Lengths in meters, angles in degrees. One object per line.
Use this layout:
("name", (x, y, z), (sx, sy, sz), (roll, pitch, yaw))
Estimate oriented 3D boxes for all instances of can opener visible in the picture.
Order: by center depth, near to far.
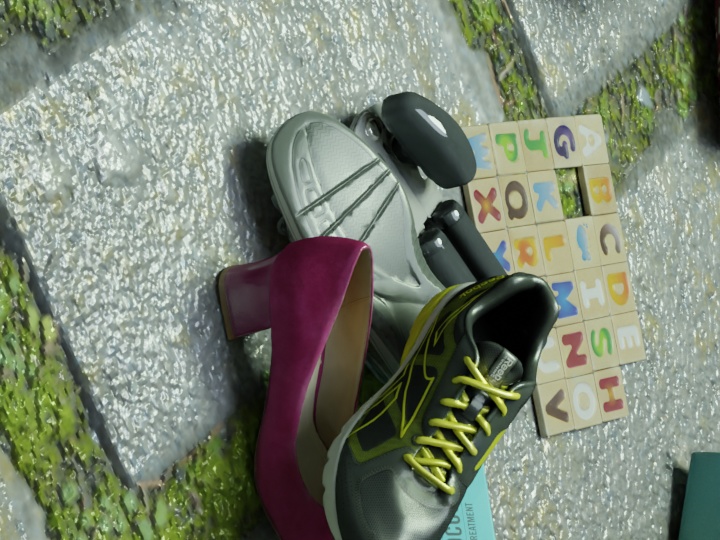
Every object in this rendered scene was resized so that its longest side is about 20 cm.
("can opener", (0.060, -0.019, 1.695), (0.200, 0.067, 0.053), (54, 44, -23))

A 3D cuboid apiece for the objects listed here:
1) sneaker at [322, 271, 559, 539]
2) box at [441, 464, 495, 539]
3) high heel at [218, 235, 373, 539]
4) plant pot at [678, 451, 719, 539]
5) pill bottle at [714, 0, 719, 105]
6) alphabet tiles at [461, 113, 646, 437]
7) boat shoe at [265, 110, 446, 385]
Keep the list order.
("sneaker", (0.044, 0.074, 1.516), (0.074, 0.085, 0.201), (34, 56, -15))
("box", (0.042, 0.174, 1.568), (0.049, 0.082, 0.201), (2, 63, -19))
("high heel", (-0.010, 0.081, 1.556), (0.067, 0.096, 0.201), (-16, 93, -53))
("plant pot", (0.288, 0.240, 1.872), (0.141, 0.141, 0.201), (32, 67, -43))
("pill bottle", (0.308, -0.189, 2.023), (0.114, 0.114, 0.201), (15, 69, -50))
("alphabet tiles", (0.127, 0.002, 1.827), (0.167, 0.008, 0.201), (-9, 88, -53))
("boat shoe", (0.001, 0.000, 1.630), (0.074, 0.065, 0.202), (-46, 112, -26))
